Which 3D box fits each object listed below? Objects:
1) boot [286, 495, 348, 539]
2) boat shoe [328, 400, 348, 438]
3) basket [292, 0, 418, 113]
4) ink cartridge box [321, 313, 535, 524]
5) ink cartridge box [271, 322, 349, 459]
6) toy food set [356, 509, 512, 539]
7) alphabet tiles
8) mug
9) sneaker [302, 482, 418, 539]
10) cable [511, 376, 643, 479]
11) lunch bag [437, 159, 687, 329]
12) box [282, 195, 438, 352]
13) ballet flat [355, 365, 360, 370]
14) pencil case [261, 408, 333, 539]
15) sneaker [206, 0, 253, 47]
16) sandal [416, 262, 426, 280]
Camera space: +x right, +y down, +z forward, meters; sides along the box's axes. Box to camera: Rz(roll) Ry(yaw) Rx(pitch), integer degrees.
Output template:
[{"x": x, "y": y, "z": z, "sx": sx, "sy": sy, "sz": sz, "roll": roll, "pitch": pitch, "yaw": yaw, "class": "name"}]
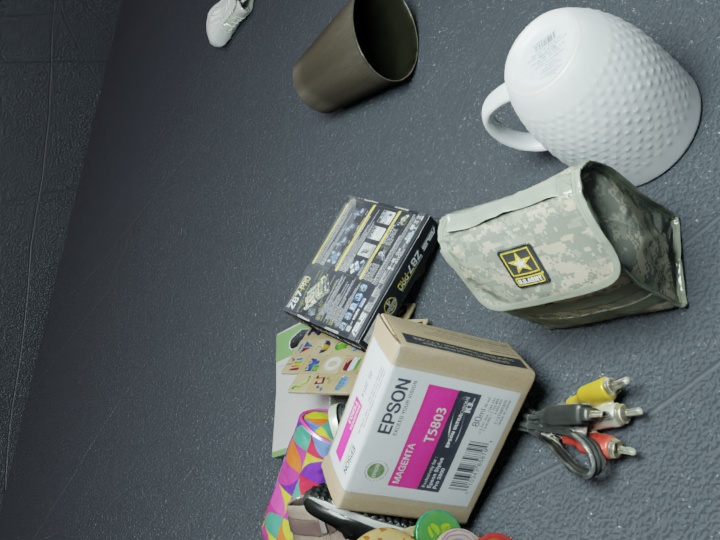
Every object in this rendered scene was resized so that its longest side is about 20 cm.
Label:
[{"x": -0.057, "y": 0.359, "z": 0.870, "sx": 0.199, "sy": 0.070, "sz": 0.147, "roll": -26, "pitch": 88, "yaw": 23, "class": "boot"}, {"x": 0.028, "y": 0.246, "z": 0.829, "sx": 0.066, "sy": 0.074, "sz": 0.200, "roll": -24, "pitch": 83, "yaw": 13, "class": "boat shoe"}, {"x": -0.018, "y": -0.361, "z": 1.171, "sx": 0.200, "sy": 0.135, "sz": 0.181, "roll": -20, "pitch": 64, "yaw": 51, "class": "basket"}, {"x": 0.069, "y": 0.164, "z": 0.738, "sx": 0.075, "sy": 0.164, "sz": 0.201, "roll": -124, "pitch": 50, "yaw": -63, "class": "ink cartridge box"}, {"x": -0.076, "y": 0.177, "z": 1.052, "sx": 0.145, "sy": 0.048, "sz": 0.201, "roll": -28, "pitch": 52, "yaw": 42, "class": "ink cartridge box"}, {"x": 0.088, "y": 0.328, "z": 0.653, "sx": 0.200, "sy": 0.197, "sz": 0.049, "roll": 63, "pitch": 147, "yaw": 36, "class": "toy food set"}, {"x": -0.010, "y": 0.105, "z": 0.938, "sx": 0.199, "sy": 0.006, "sz": 0.167, "roll": -6, "pitch": 36, "yaw": 35, "class": "alphabet tiles"}, {"x": 0.221, "y": -0.179, "z": 0.728, "sx": 0.200, "sy": 0.175, "sz": 0.148, "roll": -16, "pitch": 61, "yaw": 48, "class": "mug"}, {"x": 0.022, "y": 0.307, "z": 0.759, "sx": 0.070, "sy": 0.199, "sz": 0.090, "roll": -15, "pitch": -57, "yaw": -85, "class": "sneaker"}, {"x": 0.202, "y": 0.163, "z": 0.720, "sx": 0.200, "sy": 0.050, "sz": 0.098, "roll": -20, "pitch": 65, "yaw": 61, "class": "cable"}, {"x": 0.193, "y": -0.020, "z": 0.669, "sx": 0.164, "sy": 0.199, "sz": 0.118, "roll": -18, "pitch": 59, "yaw": 46, "class": "lunch bag"}, {"x": 0.000, "y": 0.000, "z": 0.958, "sx": 0.161, "sy": 0.049, "sz": 0.201, "roll": 18, "pitch": 73, "yaw": 41, "class": "box"}, {"x": 0.027, "y": 0.165, "z": 0.906, "sx": 0.068, "sy": 0.068, "sz": 0.201, "roll": -16, "pitch": 61, "yaw": 49, "class": "ballet flat"}, {"x": -0.068, "y": 0.287, "z": 0.926, "sx": 0.088, "sy": 0.088, "sz": 0.201, "roll": 39, "pitch": 118, "yaw": 53, "class": "pencil case"}, {"x": -0.329, "y": -0.664, "z": 1.769, "sx": 0.201, "sy": 0.078, "sz": 0.099, "roll": -59, "pitch": 40, "yaw": 15, "class": "sneaker"}, {"x": 0.017, "y": 0.003, "z": 1.018, "sx": 0.199, "sy": 0.055, "sz": 0.082, "roll": -9, "pitch": 59, "yaw": 34, "class": "sandal"}]
